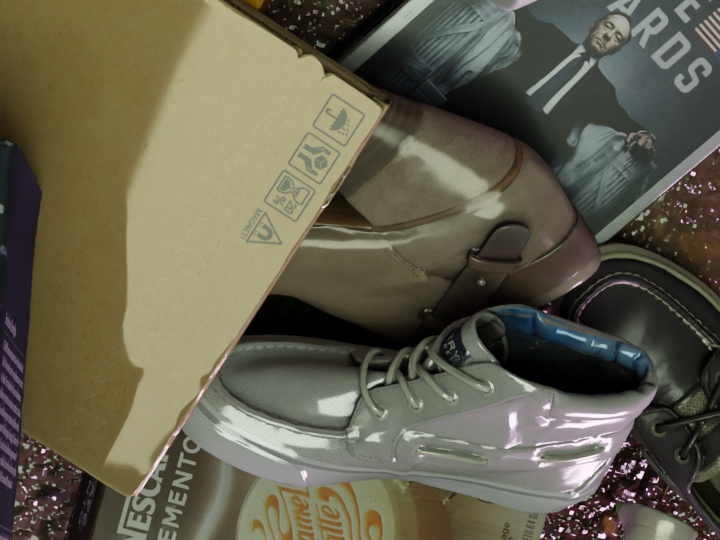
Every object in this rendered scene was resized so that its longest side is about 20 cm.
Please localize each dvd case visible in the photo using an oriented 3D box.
[{"bbox_3d":[0.094,-0.094,1.192,0.200,0.025,0.150,-41,111,13],"label":"dvd case"}]

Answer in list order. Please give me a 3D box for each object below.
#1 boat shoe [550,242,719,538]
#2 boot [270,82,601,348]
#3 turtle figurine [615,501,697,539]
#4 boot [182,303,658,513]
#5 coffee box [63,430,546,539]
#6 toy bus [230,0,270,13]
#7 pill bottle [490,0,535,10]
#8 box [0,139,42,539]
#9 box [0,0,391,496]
[{"bbox_3d":[0.161,0.069,1.240,0.072,0.065,0.200,-36,117,7],"label":"boat shoe"},{"bbox_3d":[0.000,0.000,1.189,0.146,0.071,0.199,37,132,-27],"label":"boot"},{"bbox_3d":[0.125,0.218,1.254,0.200,0.143,0.195,39,76,-53],"label":"turtle figurine"},{"bbox_3d":[0.025,0.044,1.153,0.198,0.074,0.096,9,141,-18],"label":"boot"},{"bbox_3d":[-0.027,0.118,1.223,0.198,0.080,0.115,16,85,-12],"label":"coffee box"},{"bbox_3d":[-0.068,-0.125,1.123,0.078,0.065,0.201,32,101,-2],"label":"toy bus"},{"bbox_3d":[0.128,-0.183,1.083,0.199,0.111,0.112,-27,114,-12],"label":"pill bottle"},{"bbox_3d":[-0.228,0.050,1.016,0.198,0.124,0.198,4,81,-2],"label":"box"},{"bbox_3d":[-0.108,-0.030,1.099,0.163,0.021,0.201,33,106,-4],"label":"box"}]
